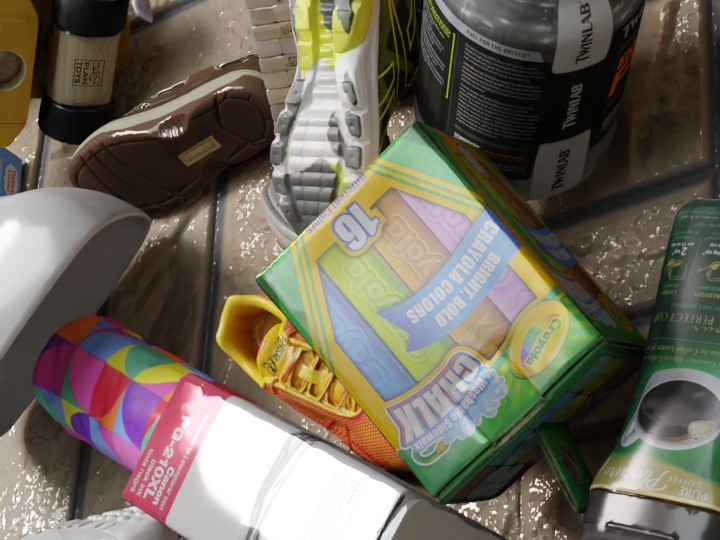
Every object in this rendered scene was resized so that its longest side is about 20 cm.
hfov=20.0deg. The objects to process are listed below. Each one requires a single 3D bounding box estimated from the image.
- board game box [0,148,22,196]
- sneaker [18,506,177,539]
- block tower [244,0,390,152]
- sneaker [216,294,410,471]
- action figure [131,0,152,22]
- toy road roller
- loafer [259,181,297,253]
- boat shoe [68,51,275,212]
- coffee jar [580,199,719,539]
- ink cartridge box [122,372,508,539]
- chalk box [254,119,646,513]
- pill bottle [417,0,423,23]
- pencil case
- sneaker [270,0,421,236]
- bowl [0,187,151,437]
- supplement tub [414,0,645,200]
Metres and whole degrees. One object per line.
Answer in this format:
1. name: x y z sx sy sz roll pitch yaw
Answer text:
1. board game box: -0.347 0.006 1.590 0.199 0.037 0.152 -24 52 30
2. sneaker: -0.152 0.187 1.240 0.200 0.076 0.081 146 115 -65
3. block tower: -0.030 -0.141 1.257 0.057 0.202 0.054 -5 19 27
4. sneaker: -0.019 0.069 1.214 0.199 0.077 0.074 22 98 49
5. action figure: -0.088 -0.248 1.388 0.193 0.199 0.105 -35 76 39
6. toy road roller: -0.270 -0.176 1.515 0.146 0.198 0.124 -124 40 -53
7. loafer: 0.000 0.000 1.254 0.200 0.071 0.063 31 130 49
8. boat shoe: -0.118 -0.099 1.429 0.201 0.075 0.075 -17 32 37
9. coffee jar: 0.184 0.070 1.027 0.104 0.085 0.202 7 70 42
10. ink cartridge box: -0.011 0.145 1.118 0.199 0.144 0.085 23 84 47
11. chalk box: 0.066 0.040 1.073 0.124 0.124 0.200 -44 74 11
12. pill bottle: 0.039 -0.198 1.298 0.199 0.112 0.113 -24 52 31
13. pencil case: -0.131 0.096 1.306 0.199 0.088 0.089 28 86 49
14. sneaker: 0.004 -0.108 1.195 0.074 0.084 0.202 15 104 39
15. bowl: -0.233 0.022 1.359 0.074 0.200 0.201 37 95 3
16. supplement tub: 0.094 -0.140 1.133 0.121 0.201 0.124 1 59 -2
